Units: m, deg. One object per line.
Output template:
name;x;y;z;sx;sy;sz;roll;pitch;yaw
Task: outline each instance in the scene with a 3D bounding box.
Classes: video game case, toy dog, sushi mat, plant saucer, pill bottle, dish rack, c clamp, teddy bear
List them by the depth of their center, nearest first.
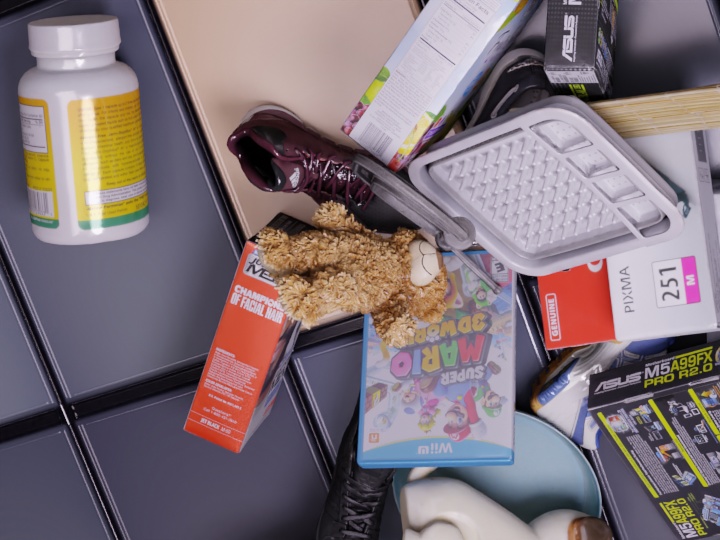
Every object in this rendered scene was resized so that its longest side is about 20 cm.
sushi mat;0.229;-0.126;1.305;0.199;0.096;0.012;-4;74;31
dish rack;0.155;-0.074;1.332;0.171;0.044;0.200;39;145;-26
c clamp;0.060;-0.045;1.368;0.171;0.200;0.027;39;89;5
teddy bear;0.000;0.000;1.399;0.199;0.145;0.067;13;127;-25
toy dog;0.130;0.264;1.456;0.199;0.195;0.140;7;146;-3
video game case;0.071;0.079;1.463;0.142;0.018;0.201;-3;69;15
pill bottle;-0.260;-0.133;1.498;0.112;0.113;0.201;1;105;14
plant saucer;0.129;0.205;1.516;0.199;0.027;0.201;7;121;12

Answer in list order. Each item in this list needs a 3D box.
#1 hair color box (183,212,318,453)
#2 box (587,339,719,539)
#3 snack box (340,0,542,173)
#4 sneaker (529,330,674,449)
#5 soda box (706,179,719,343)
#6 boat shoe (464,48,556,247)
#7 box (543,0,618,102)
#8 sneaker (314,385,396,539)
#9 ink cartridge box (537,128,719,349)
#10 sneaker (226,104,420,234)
hair color box;-0.095;0.057;1.510;0.064;0.111;0.201;21;110;7
box;0.313;0.150;1.409;0.160;0.044;0.200;-18;127;28
snack box;0.082;-0.191;1.364;0.068;0.169;0.200;37;111;5
sneaker;0.248;0.082;1.456;0.088;0.075;0.200;41;120;-8
soda box;0.338;0.021;1.413;0.068;0.063;0.201;-2;105;16
boat shoe;0.124;-0.097;1.418;0.074;0.060;0.201;14;122;-17
box;0.181;-0.238;1.284;0.047;0.200;0.194;1;87;12
sneaker;0.002;0.192;1.495;0.060;0.201;0.104;13;152;-7
ink cartridge box;0.220;-0.038;1.388;0.173;0.043;0.201;-10;84;30
sneaker;-0.036;-0.078;1.454;0.199;0.116;0.076;25;110;7
